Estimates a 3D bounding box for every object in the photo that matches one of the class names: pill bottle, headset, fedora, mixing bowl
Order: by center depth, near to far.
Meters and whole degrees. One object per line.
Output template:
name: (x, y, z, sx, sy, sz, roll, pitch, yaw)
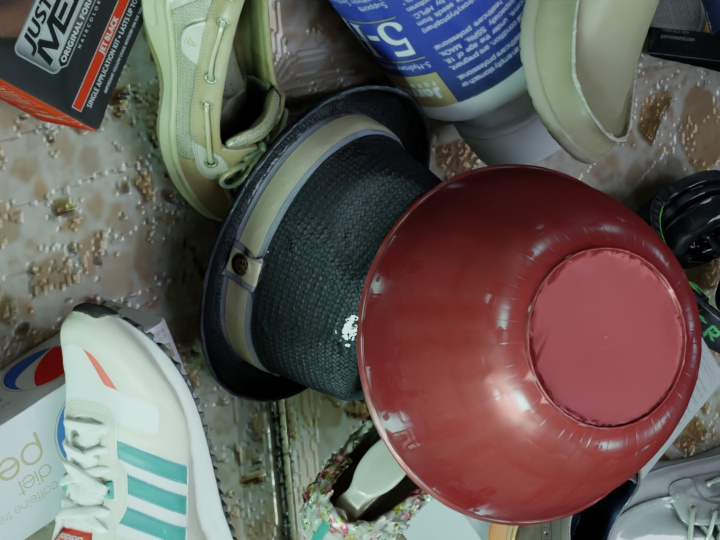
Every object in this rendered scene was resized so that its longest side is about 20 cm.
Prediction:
mixing bowl: (0.109, 0.038, 1.392, 0.199, 0.108, 0.202, 2, 86, -23)
fedora: (0.000, 0.000, 1.473, 0.200, 0.091, 0.201, -34, 141, -33)
pill bottle: (0.055, -0.158, 1.503, 0.120, 0.119, 0.200, -51, 124, -18)
headset: (0.250, -0.021, 1.681, 0.124, 0.094, 0.200, 45, 33, 2)

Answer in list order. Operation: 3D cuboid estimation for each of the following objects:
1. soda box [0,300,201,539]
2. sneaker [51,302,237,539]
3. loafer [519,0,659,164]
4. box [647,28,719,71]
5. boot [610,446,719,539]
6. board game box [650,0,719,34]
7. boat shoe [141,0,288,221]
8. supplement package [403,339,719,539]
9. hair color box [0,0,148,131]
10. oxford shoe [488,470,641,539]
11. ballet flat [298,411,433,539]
soda box: (-0.186, 0.097, 1.405, 0.200, 0.064, 0.068, -34, 118, -28)
sneaker: (-0.129, 0.118, 1.367, 0.093, 0.070, 0.201, -35, 122, -34)
loafer: (0.138, -0.160, 1.457, 0.075, 0.068, 0.201, 22, 65, -48)
box: (0.311, -0.218, 1.688, 0.199, 0.123, 0.200, 8, 93, -38)
boot: (0.237, 0.164, 1.720, 0.199, 0.095, 0.074, -19, 110, -33)
board game box: (0.149, -0.244, 1.549, 0.035, 0.135, 0.201, -34, 118, -29)
boat shoe: (-0.070, -0.100, 1.418, 0.073, 0.063, 0.201, -50, 148, -37)
supplement package: (0.109, 0.090, 1.597, 0.200, 0.113, 0.110, -48, 124, -20)
hair color box: (-0.207, -0.159, 1.340, 0.199, 0.061, 0.102, 27, 82, -37)
oxford shoe: (0.142, 0.090, 1.501, 0.071, 0.073, 0.201, 15, 93, -44)
ballet flat: (0.042, 0.090, 1.485, 0.075, 0.064, 0.200, 37, 71, 9)
